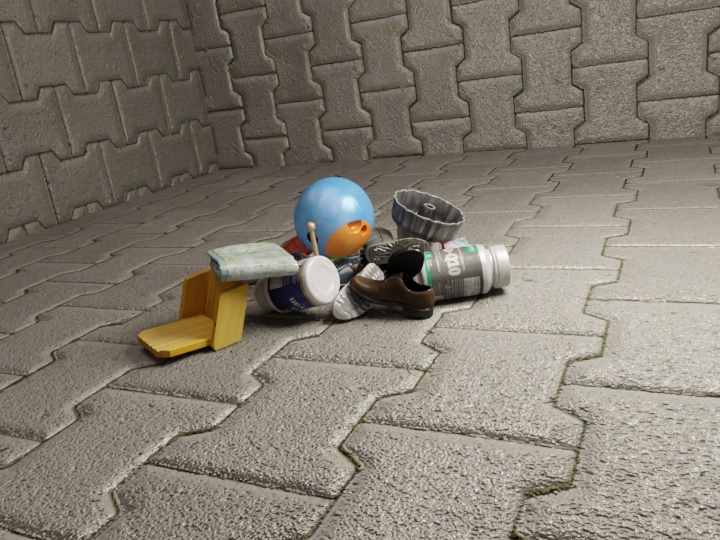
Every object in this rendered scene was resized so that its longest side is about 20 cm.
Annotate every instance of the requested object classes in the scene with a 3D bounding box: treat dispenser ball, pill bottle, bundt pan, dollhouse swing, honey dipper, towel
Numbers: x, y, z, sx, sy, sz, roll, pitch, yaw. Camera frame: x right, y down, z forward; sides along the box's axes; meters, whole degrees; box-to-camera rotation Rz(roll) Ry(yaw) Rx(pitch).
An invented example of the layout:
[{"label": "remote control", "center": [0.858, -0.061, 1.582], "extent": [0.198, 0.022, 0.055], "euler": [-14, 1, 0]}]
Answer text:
[{"label": "treat dispenser ball", "center": [-0.065, -0.130, 1.588], "extent": [0.199, 0.202, 0.201], "euler": [-7, 18, 2]}, {"label": "pill bottle", "center": [-0.154, 0.038, 1.484], "extent": [0.199, 0.112, 0.111], "euler": [-14, 10, 41]}, {"label": "bundt pan", "center": [0.170, -0.137, 1.681], "extent": [0.201, 0.076, 0.202], "euler": [15, 27, -8]}, {"label": "dollhouse swing", "center": [-0.379, 0.084, 1.411], "extent": [0.175, 0.183, 0.200], "euler": [4, 8, -37]}, {"label": "honey dipper", "center": [-0.104, -0.020, 1.522], "extent": [0.038, 0.201, 0.038], "euler": [-9, 23, 4]}, {"label": "pill bottle", "center": [0.231, 0.003, 1.448], "extent": [0.198, 0.114, 0.113], "euler": [-9, 18, 0]}, {"label": "towel", "center": [-0.245, -0.022, 1.421], "extent": [0.170, 0.049, 0.200], "euler": [-7, 16, -20]}]

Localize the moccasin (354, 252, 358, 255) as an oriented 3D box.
[{"label": "moccasin", "center": [-0.039, -0.082, 1.762], "extent": [0.073, 0.078, 0.201], "euler": [20, 27, 34]}]

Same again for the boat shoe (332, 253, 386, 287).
[{"label": "boat shoe", "center": [0.000, 0.000, 1.628], "extent": [0.200, 0.071, 0.091], "euler": [-23, 24, -40]}]

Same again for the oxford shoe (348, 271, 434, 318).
[{"label": "oxford shoe", "center": [0.070, 0.034, 1.399], "extent": [0.199, 0.085, 0.073], "euler": [13, 28, 16]}]

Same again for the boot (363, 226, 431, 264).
[{"label": "boot", "center": [0.082, -0.066, 1.655], "extent": [0.180, 0.073, 0.200], "euler": [2, 10, -3]}]

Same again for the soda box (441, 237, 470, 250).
[{"label": "soda box", "center": [0.252, -0.025, 1.605], "extent": [0.068, 0.064, 0.200], "euler": [-8, 19, 0]}]

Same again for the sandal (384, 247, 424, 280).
[{"label": "sandal", "center": [0.090, -0.002, 1.427], "extent": [0.075, 0.200, 0.045], "euler": [17, 56, -4]}]

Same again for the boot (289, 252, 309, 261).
[{"label": "boot", "center": [-0.133, -0.014, 1.628], "extent": [0.131, 0.070, 0.200], "euler": [-20, -5, -29]}]

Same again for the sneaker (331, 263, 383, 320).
[{"label": "sneaker", "center": [-0.012, 0.063, 1.486], "extent": [0.082, 0.075, 0.200], "euler": [-40, 2, 39]}]

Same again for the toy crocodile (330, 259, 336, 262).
[{"label": "toy crocodile", "center": [-0.071, -0.038, 1.801], "extent": [0.067, 0.062, 0.200], "euler": [19, 25, -1]}]

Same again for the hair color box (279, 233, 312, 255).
[{"label": "hair color box", "center": [-0.170, -0.065, 1.767], "extent": [0.200, 0.061, 0.101], "euler": [-38, 12, -38]}]

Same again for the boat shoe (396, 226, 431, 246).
[{"label": "boat shoe", "center": [0.143, -0.105, 1.765], "extent": [0.062, 0.072, 0.200], "euler": [2, 24, -10]}]

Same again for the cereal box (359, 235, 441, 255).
[{"label": "cereal box", "center": [0.117, -0.061, 1.812], "extent": [0.143, 0.040, 0.199], "euler": [12, 27, 44]}]

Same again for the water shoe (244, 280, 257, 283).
[{"label": "water shoe", "center": [-0.254, -0.022, 1.795], "extent": [0.199, 0.079, 0.071], "euler": [-19, 21, -29]}]
